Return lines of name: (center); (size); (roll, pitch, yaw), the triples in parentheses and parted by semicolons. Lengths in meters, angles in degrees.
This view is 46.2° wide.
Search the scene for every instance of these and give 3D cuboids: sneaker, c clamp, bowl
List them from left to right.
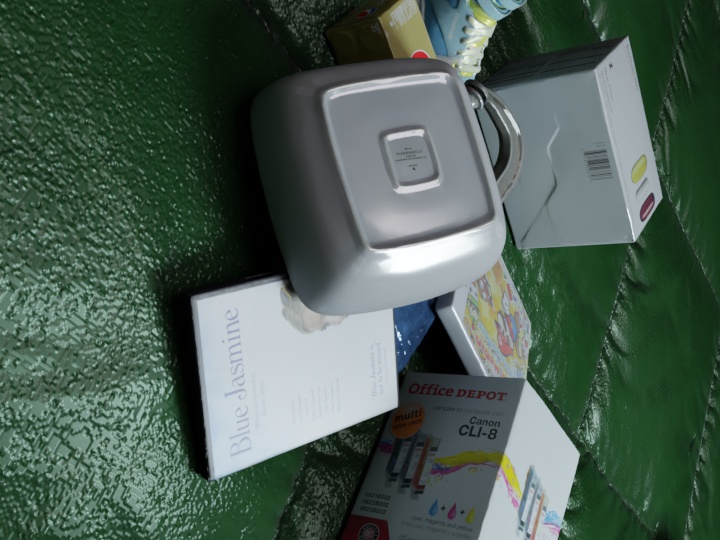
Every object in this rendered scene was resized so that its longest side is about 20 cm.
bowl: (0.026, -0.077, 0.670); (0.196, 0.074, 0.204); (-12, 83, -27)
c clamp: (0.082, -0.096, 0.773); (0.201, 0.027, 0.172); (-49, 124, -24)
sneaker: (0.114, -0.240, 0.842); (0.079, 0.129, 0.205); (-18, 103, -50)

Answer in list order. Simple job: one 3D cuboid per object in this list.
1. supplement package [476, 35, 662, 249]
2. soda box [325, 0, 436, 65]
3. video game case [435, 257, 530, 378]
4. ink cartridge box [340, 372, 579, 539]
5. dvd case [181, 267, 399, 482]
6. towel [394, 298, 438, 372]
supplement package: (0.243, -0.144, 0.979); (0.111, 0.153, 0.203); (-43, 120, -43)
soda box: (0.043, -0.153, 0.800); (0.064, 0.067, 0.203); (-48, 124, -39)
video game case: (0.139, 0.051, 0.909); (0.202, 0.022, 0.184); (61, 30, -31)
ink cartridge box: (0.097, 0.219, 0.794); (0.145, 0.143, 0.202); (50, 52, -37)
dvd case: (-0.048, 0.068, 0.679); (0.197, 0.017, 0.146); (-14, 106, -38)
towel: (0.000, 0.000, 0.757); (0.112, 0.048, 0.202); (-54, 128, -36)
